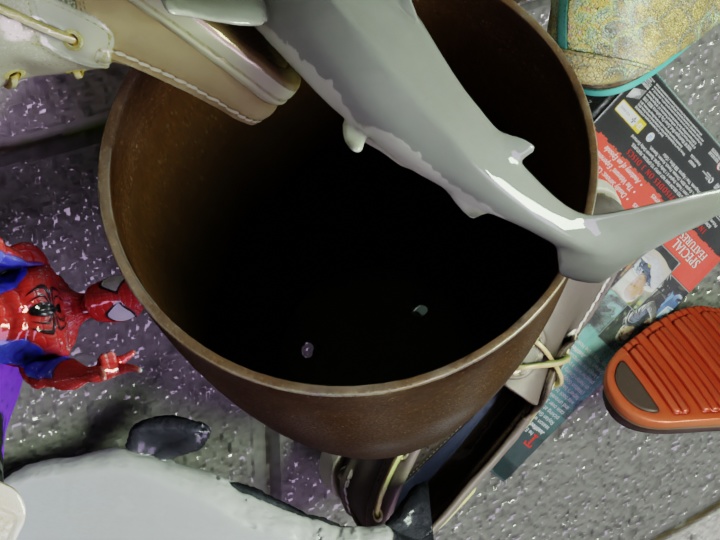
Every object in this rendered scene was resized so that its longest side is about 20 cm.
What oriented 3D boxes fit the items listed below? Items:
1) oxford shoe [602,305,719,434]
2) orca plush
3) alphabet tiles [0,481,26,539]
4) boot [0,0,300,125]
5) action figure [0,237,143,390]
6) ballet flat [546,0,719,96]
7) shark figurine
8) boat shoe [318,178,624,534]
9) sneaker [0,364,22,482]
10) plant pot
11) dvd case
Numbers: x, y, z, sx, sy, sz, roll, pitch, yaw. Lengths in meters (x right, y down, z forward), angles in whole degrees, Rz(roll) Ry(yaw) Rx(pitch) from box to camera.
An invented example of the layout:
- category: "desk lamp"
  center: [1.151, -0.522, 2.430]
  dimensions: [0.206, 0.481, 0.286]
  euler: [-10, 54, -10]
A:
- category: "oxford shoe"
  center: [0.195, 0.062, 1.120]
  dimensions: [0.200, 0.071, 0.073]
  euler: [-9, 146, -38]
- category: "orca plush"
  center: [-0.068, 0.114, 0.973]
  dimensions: [0.200, 0.071, 0.105]
  euler: [-8, 91, -5]
- category: "alphabet tiles"
  center: [-0.238, 0.102, 0.816]
  dimensions: [0.196, 0.015, 0.200]
  euler: [27, 86, -15]
- category: "boot"
  center: [-0.138, -0.068, 0.767]
  dimensions: [0.200, 0.072, 0.155]
  euler: [29, 107, -15]
- category: "action figure"
  center: [-0.162, 0.023, 0.778]
  dimensions: [0.200, 0.099, 0.065]
  euler: [-11, 87, -29]
- category: "ballet flat"
  center: [0.149, -0.140, 0.899]
  dimensions: [0.200, 0.071, 0.071]
  euler: [-34, 138, -35]
- category: "shark figurine"
  center: [0.025, -0.079, 0.721]
  dimensions: [0.090, 0.214, 0.128]
  euler: [-53, 161, 19]
- category: "boat shoe"
  center: [0.063, 0.047, 1.003]
  dimensions: [0.200, 0.060, 0.072]
  euler: [-49, 135, 8]
- category: "sneaker"
  center: [-0.170, 0.097, 0.881]
  dimensions: [0.070, 0.100, 0.200]
  euler: [1, 122, -38]
- category: "plant pot"
  center: [0.000, 0.000, 0.883]
  dimensions: [0.187, 0.187, 0.200]
  euler: [-32, 158, -11]
- category: "dvd case"
  center: [0.099, 0.002, 1.052]
  dimensions: [0.200, 0.022, 0.146]
  euler: [-48, 135, 4]
